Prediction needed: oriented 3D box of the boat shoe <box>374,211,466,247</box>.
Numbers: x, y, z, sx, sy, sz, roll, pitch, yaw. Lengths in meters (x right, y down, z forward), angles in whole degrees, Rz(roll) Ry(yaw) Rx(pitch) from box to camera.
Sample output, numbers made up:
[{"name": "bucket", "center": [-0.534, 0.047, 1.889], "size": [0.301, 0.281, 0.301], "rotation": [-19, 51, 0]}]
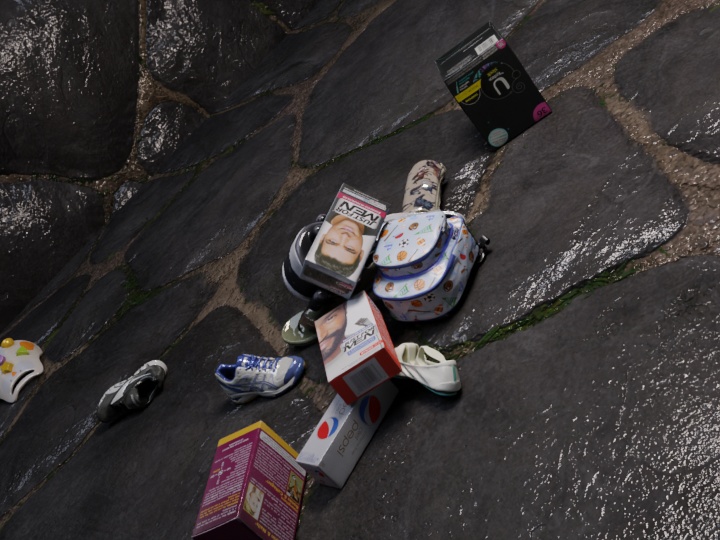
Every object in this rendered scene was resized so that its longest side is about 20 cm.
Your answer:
[{"name": "boat shoe", "center": [0.104, -0.081, 1.806], "size": [0.199, 0.069, 0.072], "rotation": [0, 82, 10]}]

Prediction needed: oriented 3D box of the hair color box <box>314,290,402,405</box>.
[{"name": "hair color box", "center": [-0.008, 0.126, 1.583], "size": [0.111, 0.064, 0.200], "rotation": [-33, 26, 6]}]

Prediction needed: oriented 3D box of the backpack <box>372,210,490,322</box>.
[{"name": "backpack", "center": [0.111, -0.005, 1.688], "size": [0.199, 0.154, 0.191], "rotation": [-15, 48, 36]}]

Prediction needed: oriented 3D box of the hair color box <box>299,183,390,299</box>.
[{"name": "hair color box", "center": [-0.026, -0.055, 1.687], "size": [0.061, 0.099, 0.200], "rotation": [113, -179, -53]}]

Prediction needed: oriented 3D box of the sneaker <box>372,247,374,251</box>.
[{"name": "sneaker", "center": [-0.027, -0.035, 1.994], "size": [0.200, 0.074, 0.081], "rotation": [-14, 44, 54]}]

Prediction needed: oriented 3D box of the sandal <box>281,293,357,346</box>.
[{"name": "sandal", "center": [-0.078, 0.087, 1.864], "size": [0.200, 0.057, 0.080], "rotation": [-25, 49, 25]}]

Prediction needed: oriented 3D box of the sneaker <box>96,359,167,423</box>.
[{"name": "sneaker", "center": [-0.528, 0.289, 2.149], "size": [0.200, 0.067, 0.091], "rotation": [-38, 25, 2]}]

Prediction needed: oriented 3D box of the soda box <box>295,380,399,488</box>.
[{"name": "soda box", "center": [-0.020, 0.256, 1.549], "size": [0.064, 0.068, 0.200], "rotation": [-2, 47, 50]}]

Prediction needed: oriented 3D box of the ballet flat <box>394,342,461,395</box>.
[{"name": "ballet flat", "center": [0.095, 0.153, 1.547], "size": [0.070, 0.069, 0.200], "rotation": [-51, 32, -18]}]

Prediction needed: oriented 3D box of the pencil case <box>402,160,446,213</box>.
[{"name": "pencil case", "center": [0.134, -0.150, 1.933], "size": [0.089, 0.078, 0.200], "rotation": [-12, 37, 20]}]

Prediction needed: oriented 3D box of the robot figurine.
[{"name": "robot figurine", "center": [-0.079, -0.017, 1.812], "size": [0.150, 0.125, 0.200], "rotation": [-47, -3, -29]}]

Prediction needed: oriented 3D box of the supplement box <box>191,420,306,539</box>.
[{"name": "supplement box", "center": [-0.174, 0.369, 1.516], "size": [0.103, 0.131, 0.200], "rotation": [-28, 30, 26]}]

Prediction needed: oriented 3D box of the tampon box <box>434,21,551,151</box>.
[{"name": "tampon box", "center": [0.277, -0.386, 1.962], "size": [0.150, 0.200, 0.126], "rotation": [-35, 28, 15]}]

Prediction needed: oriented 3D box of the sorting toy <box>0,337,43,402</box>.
[{"name": "sorting toy", "center": [-1.014, 0.303, 2.745], "size": [0.180, 0.107, 0.200], "rotation": [27, 69, 40]}]

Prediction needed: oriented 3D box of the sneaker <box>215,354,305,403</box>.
[{"name": "sneaker", "center": [-0.203, 0.202, 1.840], "size": [0.199, 0.088, 0.075], "rotation": [-23, 31, 29]}]

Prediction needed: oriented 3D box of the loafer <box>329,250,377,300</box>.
[{"name": "loafer", "center": [0.000, 0.000, 1.894], "size": [0.200, 0.070, 0.075], "rotation": [-34, 28, 13]}]
